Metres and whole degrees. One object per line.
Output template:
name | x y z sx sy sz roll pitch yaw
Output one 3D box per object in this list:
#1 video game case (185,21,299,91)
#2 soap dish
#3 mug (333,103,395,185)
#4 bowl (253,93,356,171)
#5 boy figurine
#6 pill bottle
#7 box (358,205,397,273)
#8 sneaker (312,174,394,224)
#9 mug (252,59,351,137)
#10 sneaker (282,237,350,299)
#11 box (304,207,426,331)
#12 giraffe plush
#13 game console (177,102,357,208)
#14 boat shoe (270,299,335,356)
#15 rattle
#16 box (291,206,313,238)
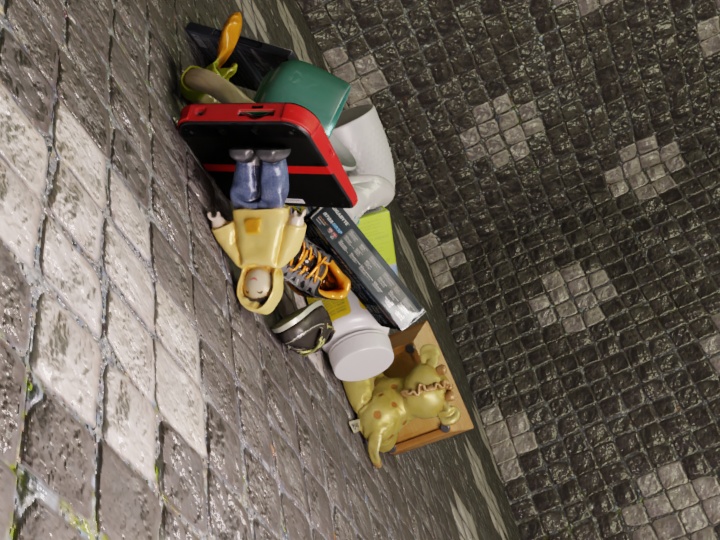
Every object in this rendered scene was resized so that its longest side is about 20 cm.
video game case | -0.161 -0.313 1.520 0.199 0.019 0.143 21 -16 27
soap dish | 0.082 0.207 1.685 0.201 0.156 0.081 66 25 -2
mug | -0.024 -0.200 1.848 0.199 0.147 0.177 12 -51 60
bowl | -0.111 -0.193 1.600 0.200 0.091 0.201 34 16 -11
boy figurine | -0.125 -0.047 1.172 0.064 0.123 0.202 -37 132 -73
pill bottle | -0.021 0.060 1.523 0.114 0.113 0.201 54 15 -57
box | 0.000 0.000 1.656 0.048 0.121 0.202 -133 -149 -62
sneaker | -0.014 -0.103 1.558 0.199 0.075 0.089 1 67 -49
mug | -0.098 -0.216 1.418 0.185 0.114 0.153 123 -8 -70
sneaker | -0.081 -0.014 1.312 0.200 0.077 0.079 33 77 -54
box | -0.003 -0.007 1.379 0.200 0.046 0.159 51 -8 -5
giraffe plush | 0.070 0.198 1.553 0.200 0.161 0.174 -71 138 -79
game console | -0.117 -0.141 1.230 0.177 0.198 0.031 56 47 -50
boat shoe | -0.068 0.079 1.304 0.061 0.071 0.201 62 5 1
rattle | -0.129 -0.231 1.309 0.199 0.143 0.131 28 -32 23
box | -0.115 -0.091 1.480 0.200 0.070 0.065 32 36 -76
